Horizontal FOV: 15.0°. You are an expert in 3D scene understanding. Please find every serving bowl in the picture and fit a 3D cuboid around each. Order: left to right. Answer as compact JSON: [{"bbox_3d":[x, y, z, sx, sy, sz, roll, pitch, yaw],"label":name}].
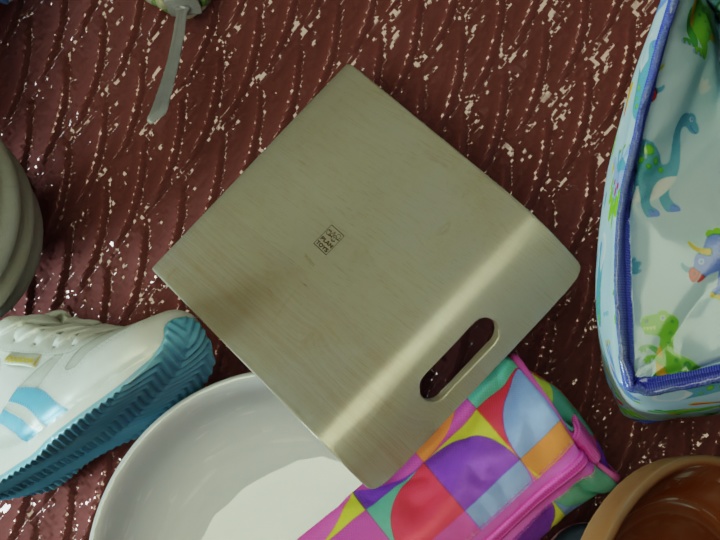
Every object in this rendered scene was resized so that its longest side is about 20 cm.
[{"bbox_3d":[-0.033,0.151,1.351,0.199,0.066,0.201,-1,82,5],"label":"serving bowl"}]

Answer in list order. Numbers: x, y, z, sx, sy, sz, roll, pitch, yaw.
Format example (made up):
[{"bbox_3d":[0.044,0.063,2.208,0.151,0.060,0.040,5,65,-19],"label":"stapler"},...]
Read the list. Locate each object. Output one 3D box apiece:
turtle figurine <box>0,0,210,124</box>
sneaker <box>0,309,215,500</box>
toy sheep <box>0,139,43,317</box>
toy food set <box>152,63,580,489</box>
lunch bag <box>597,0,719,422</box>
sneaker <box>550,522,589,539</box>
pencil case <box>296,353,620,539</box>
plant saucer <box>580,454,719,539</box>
[{"bbox_3d":[-0.110,-0.192,1.376,0.144,0.200,0.194,37,95,-17],"label":"turtle figurine"},{"bbox_3d":[-0.151,0.055,1.372,0.200,0.076,0.081,-29,73,43],"label":"sneaker"},{"bbox_3d":[-0.232,-0.027,1.371,0.137,0.200,0.139,-4,77,20],"label":"toy sheep"},{"bbox_3d":[0.000,0.000,1.322,0.144,0.060,0.200,-46,45,-2],"label":"toy food set"},{"bbox_3d":[0.167,-0.038,1.241,0.127,0.170,0.201,-4,82,3],"label":"lunch bag"},{"bbox_3d":[0.130,0.214,1.307,0.070,0.082,0.201,-12,103,-4],"label":"sneaker"},{"bbox_3d":[0.027,0.131,1.273,0.200,0.088,0.088,-44,74,-2],"label":"pencil case"},{"bbox_3d":[0.147,0.184,1.233,0.032,0.200,0.202,-7,83,42],"label":"plant saucer"}]
